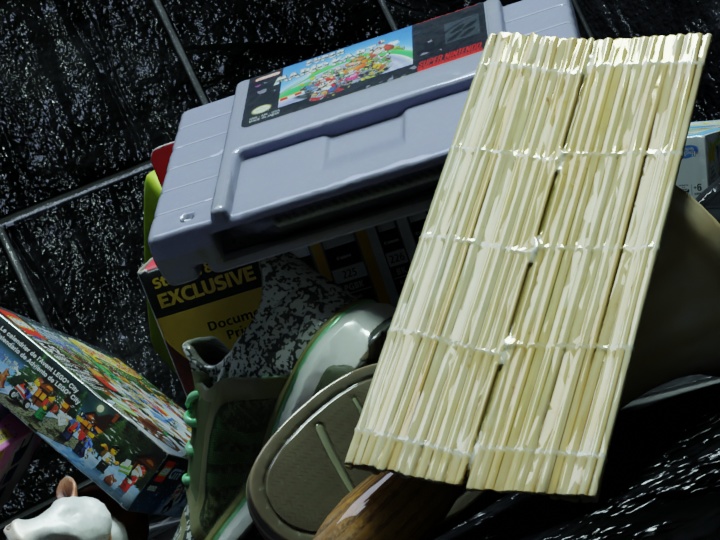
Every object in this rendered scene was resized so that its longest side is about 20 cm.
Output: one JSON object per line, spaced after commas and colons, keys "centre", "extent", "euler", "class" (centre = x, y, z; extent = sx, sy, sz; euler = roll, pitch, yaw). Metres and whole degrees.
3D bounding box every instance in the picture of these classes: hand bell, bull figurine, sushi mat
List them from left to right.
{"centre": [-0.166, 0.161, 0.819], "extent": [0.121, 0.065, 0.200], "euler": [-35, -6, 1], "class": "bull figurine"}
{"centre": [0.051, 0.056, 0.579], "extent": [0.200, 0.104, 0.104], "euler": [-38, 3, -19], "class": "hand bell"}
{"centre": [0.065, -0.009, 0.567], "extent": [0.095, 0.201, 0.012], "euler": [7, -28, 25], "class": "sushi mat"}

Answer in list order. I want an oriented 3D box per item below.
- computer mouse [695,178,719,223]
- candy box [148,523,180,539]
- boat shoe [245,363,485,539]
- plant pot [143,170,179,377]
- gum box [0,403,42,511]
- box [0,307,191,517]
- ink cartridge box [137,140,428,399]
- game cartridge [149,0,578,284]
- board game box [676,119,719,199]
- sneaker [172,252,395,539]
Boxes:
{"centre": [0.243, -0.059, 0.761], "extent": [0.199, 0.141, 0.046], "euler": [-21, 36, -27], "class": "computer mouse"}
{"centre": [-0.019, 0.115, 0.831], "extent": [0.199, 0.027, 0.102], "euler": [-25, -3, -16], "class": "candy box"}
{"centre": [0.033, 0.070, 0.648], "extent": [0.199, 0.072, 0.068], "euler": [-26, -16, -30], "class": "boat shoe"}
{"centre": [-0.031, 0.016, 1.119], "extent": [0.198, 0.182, 0.201], "euler": [-24, -36, -24], "class": "plant pot"}
{"centre": [-0.251, 0.148, 0.834], "extent": [0.201, 0.066, 0.114], "euler": [-60, 0, 7], "class": "gum box"}
{"centre": [-0.139, 0.087, 0.878], "extent": [0.038, 0.136, 0.200], "euler": [-52, -16, -2], "class": "box"}
{"centre": [0.000, 0.000, 0.770], "extent": [0.199, 0.176, 0.084], "euler": [-18, 14, 11], "class": "ink cartridge box"}
{"centre": [0.005, -0.066, 0.692], "extent": [0.199, 0.038, 0.130], "euler": [-17, 35, 12], "class": "game cartridge"}
{"centre": [0.114, -0.058, 0.854], "extent": [0.199, 0.034, 0.134], "euler": [-2, 8, 28], "class": "board game box"}
{"centre": [-0.053, 0.072, 0.713], "extent": [0.200, 0.089, 0.077], "euler": [-55, -23, 23], "class": "sneaker"}
